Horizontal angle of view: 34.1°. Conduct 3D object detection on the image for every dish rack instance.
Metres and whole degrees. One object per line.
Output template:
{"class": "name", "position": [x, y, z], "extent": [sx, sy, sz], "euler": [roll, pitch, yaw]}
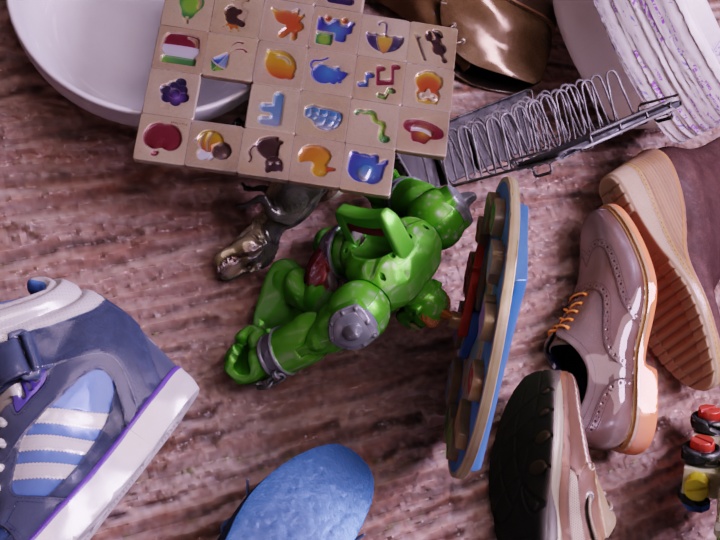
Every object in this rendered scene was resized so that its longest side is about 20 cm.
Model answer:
{"class": "dish rack", "position": [0.126, -0.103, 0.859], "extent": [0.153, 0.200, 0.055], "euler": [-26, 100, -32]}

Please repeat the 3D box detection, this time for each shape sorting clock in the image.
{"class": "shape sorting clock", "position": [0.078, 0.037, 0.777], "extent": [0.039, 0.200, 0.201], "euler": [11, 62, 4]}

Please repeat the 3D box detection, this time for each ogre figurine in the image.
{"class": "ogre figurine", "position": [0.000, 0.000, 0.786], "extent": [0.199, 0.120, 0.099], "euler": [-28, 104, -35]}

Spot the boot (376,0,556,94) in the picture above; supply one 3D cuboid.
{"class": "boot", "position": [0.071, -0.205, 0.949], "extent": [0.199, 0.074, 0.076], "euler": [17, 73, -22]}

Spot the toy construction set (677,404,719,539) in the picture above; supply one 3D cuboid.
{"class": "toy construction set", "position": [0.305, 0.156, 0.867], "extent": [0.130, 0.200, 0.093], "euler": [7, 92, 20]}

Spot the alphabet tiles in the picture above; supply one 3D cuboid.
{"class": "alphabet tiles", "position": [-0.037, -0.132, 0.775], "extent": [0.199, 0.008, 0.168], "euler": [8, 67, -3]}

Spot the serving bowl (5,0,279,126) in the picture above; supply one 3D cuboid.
{"class": "serving bowl", "position": [-0.144, -0.183, 0.821], "extent": [0.199, 0.066, 0.201], "euler": [4, 69, -10]}

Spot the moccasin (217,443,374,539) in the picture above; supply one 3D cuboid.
{"class": "moccasin", "position": [-0.069, 0.185, 0.716], "extent": [0.080, 0.068, 0.200], "euler": [43, 56, 5]}

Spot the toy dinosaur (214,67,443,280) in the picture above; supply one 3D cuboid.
{"class": "toy dinosaur", "position": [-0.044, -0.086, 0.809], "extent": [0.088, 0.047, 0.200], "euler": [44, 99, -4]}

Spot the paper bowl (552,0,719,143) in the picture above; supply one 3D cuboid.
{"class": "paper bowl", "position": [0.234, -0.200, 0.974], "extent": [0.201, 0.104, 0.201], "euler": [44, 31, -35]}

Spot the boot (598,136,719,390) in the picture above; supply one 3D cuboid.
{"class": "boot", "position": [0.294, -0.014, 0.975], "extent": [0.166, 0.072, 0.201], "euler": [-15, 80, -33]}

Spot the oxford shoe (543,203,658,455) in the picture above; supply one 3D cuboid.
{"class": "oxford shoe", "position": [0.181, 0.038, 0.900], "extent": [0.072, 0.071, 0.201], "euler": [7, 65, -15]}

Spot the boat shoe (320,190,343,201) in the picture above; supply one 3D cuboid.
{"class": "boat shoe", "position": [-0.028, -0.150, 0.875], "extent": [0.076, 0.071, 0.201], "euler": [-2, 81, -53]}

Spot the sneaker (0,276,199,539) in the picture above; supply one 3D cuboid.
{"class": "sneaker", "position": [-0.205, 0.095, 0.685], "extent": [0.146, 0.081, 0.200], "euler": [37, 61, 2]}

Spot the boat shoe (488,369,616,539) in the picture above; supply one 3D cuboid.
{"class": "boat shoe", "position": [0.138, 0.173, 0.825], "extent": [0.073, 0.076, 0.201], "euler": [13, 72, -27]}
